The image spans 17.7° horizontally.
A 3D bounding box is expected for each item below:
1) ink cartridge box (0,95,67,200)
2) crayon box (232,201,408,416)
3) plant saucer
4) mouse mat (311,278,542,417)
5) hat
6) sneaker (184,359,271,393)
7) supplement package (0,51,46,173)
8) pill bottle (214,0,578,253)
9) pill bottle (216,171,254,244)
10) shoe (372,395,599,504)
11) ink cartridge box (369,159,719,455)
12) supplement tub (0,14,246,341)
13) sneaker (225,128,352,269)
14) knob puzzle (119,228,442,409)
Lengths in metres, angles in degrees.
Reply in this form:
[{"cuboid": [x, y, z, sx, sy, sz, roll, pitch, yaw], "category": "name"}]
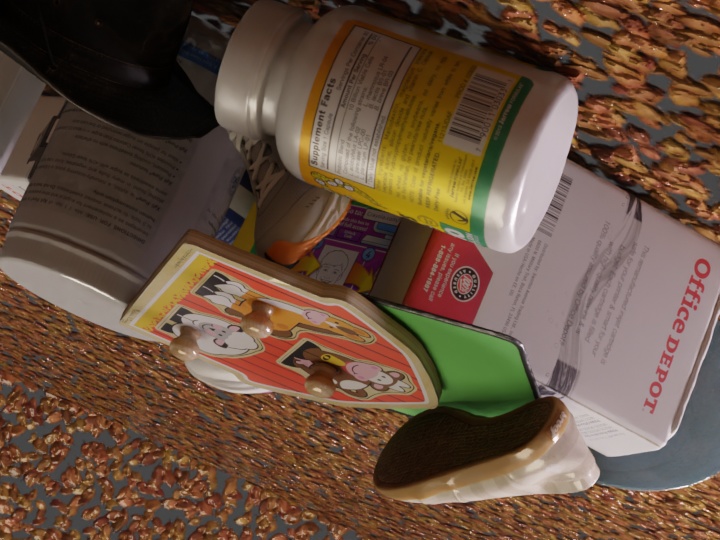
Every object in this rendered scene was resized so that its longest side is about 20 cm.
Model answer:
[{"cuboid": [-0.192, -0.073, 1.879, 0.145, 0.083, 0.200, 35, 163, -37], "category": "ink cartridge box"}, {"cuboid": [0.000, 0.000, 1.634, 0.200, 0.173, 0.058, 14, 160, 38], "category": "crayon box"}, {"cuboid": [0.173, 0.081, 1.604, 0.201, 0.201, 0.039, 23, 138, 5], "category": "plant saucer"}, {"cuboid": [0.042, 0.062, 1.459, 0.161, 0.008, 0.200, 16, 160, 20], "category": "mouse mat"}, {"cuboid": [-0.159, -0.166, 1.438, 0.200, 0.081, 0.201, 28, -162, -10], "category": "hat"}, {"cuboid": [-0.044, 0.036, 1.748, 0.200, 0.075, 0.100, -9, 118, 19], "category": "sneaker"}, {"cuboid": [-0.293, -0.121, 1.618, 0.111, 0.200, 0.156, 25, 166, -2], "category": "supplement package"}, {"cuboid": [0.019, -0.093, 1.381, 0.200, 0.113, 0.113, 20, 166, 15], "category": "pill bottle"}, {"cuboid": [-0.106, -0.053, 1.749, 0.111, 0.111, 0.200, 9, 159, 48], "category": "pill bottle"}, {"cuboid": [0.076, 0.123, 1.463, 0.053, 0.070, 0.200, 40, 153, -21], "category": "shoe"}, {"cuboid": [0.122, 0.013, 1.494, 0.200, 0.145, 0.083, 29, 160, -15], "category": "ink cartridge box"}, {"cuboid": [-0.149, -0.068, 1.575, 0.132, 0.200, 0.132, 23, 166, 6], "category": "supplement tub"}, {"cuboid": [-0.056, -0.075, 1.471, 0.092, 0.200, 0.076, 37, 119, -19], "category": "sneaker"}, {"cuboid": [-0.042, 0.052, 1.446, 0.219, 0.030, 0.220, 15, 156, 7], "category": "knob puzzle"}]
